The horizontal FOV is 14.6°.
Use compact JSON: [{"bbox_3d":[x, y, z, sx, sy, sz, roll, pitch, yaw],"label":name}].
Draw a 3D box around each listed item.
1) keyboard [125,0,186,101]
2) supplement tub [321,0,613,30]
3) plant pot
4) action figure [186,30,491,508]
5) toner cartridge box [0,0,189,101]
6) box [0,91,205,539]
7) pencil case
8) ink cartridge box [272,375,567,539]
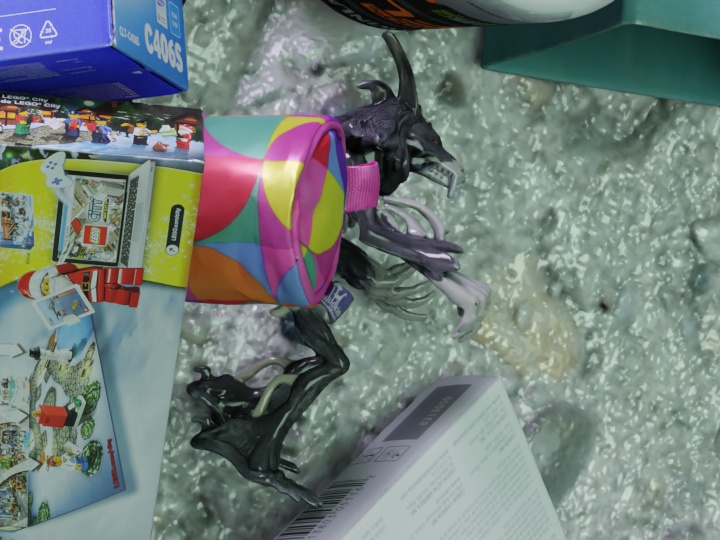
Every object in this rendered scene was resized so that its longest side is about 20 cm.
[{"bbox_3d":[-0.104,-0.172,1.182,0.104,0.040,0.200,22,65,3],"label":"keyboard"},{"bbox_3d":[0.038,-0.164,1.194,0.122,0.200,0.123,-1,93,-23],"label":"supplement tub"},{"bbox_3d":[0.155,-0.189,1.282,0.141,0.141,0.201,8,83,-24],"label":"plant pot"},{"bbox_3d":[0.000,0.000,1.239,0.102,0.119,0.200,25,93,-11],"label":"action figure"},{"bbox_3d":[-0.177,-0.087,1.105,0.199,0.095,0.043,-6,83,13],"label":"toner cartridge box"},{"bbox_3d":[-0.140,0.022,1.108,0.136,0.038,0.200,5,126,-8],"label":"box"},{"bbox_3d":[-0.098,-0.027,1.160,0.199,0.088,0.089,4,92,15],"label":"pencil case"},{"bbox_3d":[0.043,0.173,1.272,0.160,0.047,0.200,-42,118,-46],"label":"ink cartridge box"}]
